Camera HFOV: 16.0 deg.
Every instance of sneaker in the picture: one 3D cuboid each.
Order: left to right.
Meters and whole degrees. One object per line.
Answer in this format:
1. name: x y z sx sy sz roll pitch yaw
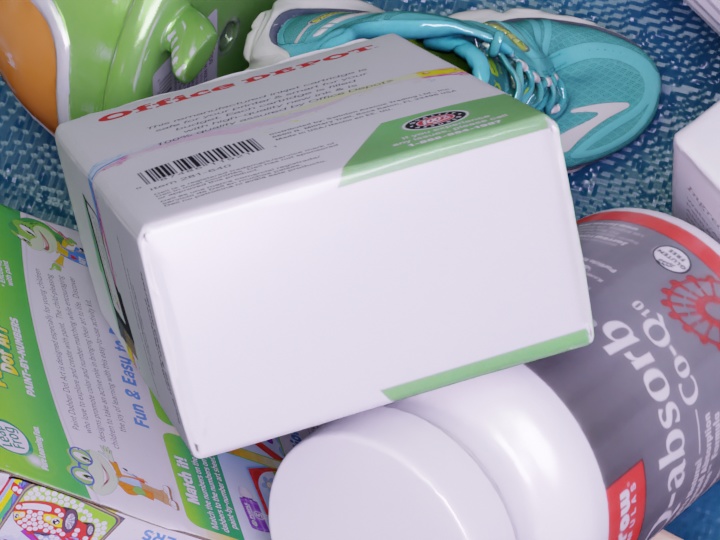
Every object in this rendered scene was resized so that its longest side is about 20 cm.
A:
1. sneaker: 0.048 -0.075 1.085 0.199 0.079 0.078 1 95 -30

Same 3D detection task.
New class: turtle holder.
1. turtle holder: -0.088 -0.137 1.120 0.131 0.141 0.186 25 82 17

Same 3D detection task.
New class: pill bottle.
1. pill bottle: 0.062 0.063 0.948 0.116 0.116 0.200 40 42 16

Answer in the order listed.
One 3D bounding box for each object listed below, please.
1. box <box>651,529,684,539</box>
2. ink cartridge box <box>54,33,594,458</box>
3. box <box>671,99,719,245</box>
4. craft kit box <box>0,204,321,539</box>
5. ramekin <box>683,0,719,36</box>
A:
1. box: 0.144 0.172 1.030 0.199 0.078 0.095 25 76 13
2. ink cartridge box: -0.020 -0.016 0.918 0.144 0.200 0.085 -16 106 -11
3. box: 0.256 -0.009 1.024 0.199 0.171 0.200 -36 73 -6
4. craft kit box: -0.081 0.060 0.998 0.049 0.197 0.200 -54 30 20
5. ramekin: 0.210 -0.169 1.074 0.202 0.202 0.095 -35 84 -5
